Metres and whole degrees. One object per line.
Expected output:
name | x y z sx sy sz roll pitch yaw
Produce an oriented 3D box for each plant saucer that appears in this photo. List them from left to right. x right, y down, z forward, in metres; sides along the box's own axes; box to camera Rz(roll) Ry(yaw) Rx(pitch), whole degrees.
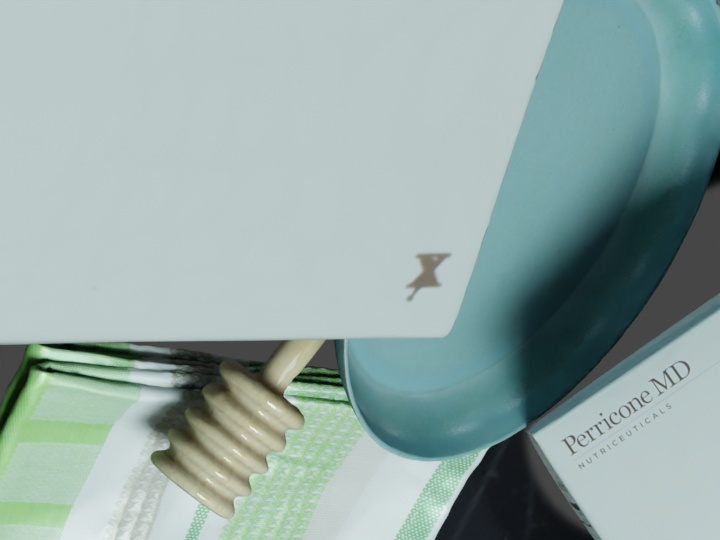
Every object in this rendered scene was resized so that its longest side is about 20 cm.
plant saucer | 0.058 -0.024 1.039 0.200 0.027 0.200 -32 140 -31

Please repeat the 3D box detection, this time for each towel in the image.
towel | -0.058 0.099 1.102 0.200 0.031 0.149 7 119 -33

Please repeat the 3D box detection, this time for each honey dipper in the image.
honey dipper | 0.000 0.000 1.042 0.200 0.038 0.038 -52 132 -3

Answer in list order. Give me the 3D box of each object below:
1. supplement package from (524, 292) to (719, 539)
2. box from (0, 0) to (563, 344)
supplement package | 0.173 0.049 1.084 0.200 0.111 0.156 -35 176 1
box | -0.065 -0.101 0.850 0.199 0.171 0.200 0 123 -29
